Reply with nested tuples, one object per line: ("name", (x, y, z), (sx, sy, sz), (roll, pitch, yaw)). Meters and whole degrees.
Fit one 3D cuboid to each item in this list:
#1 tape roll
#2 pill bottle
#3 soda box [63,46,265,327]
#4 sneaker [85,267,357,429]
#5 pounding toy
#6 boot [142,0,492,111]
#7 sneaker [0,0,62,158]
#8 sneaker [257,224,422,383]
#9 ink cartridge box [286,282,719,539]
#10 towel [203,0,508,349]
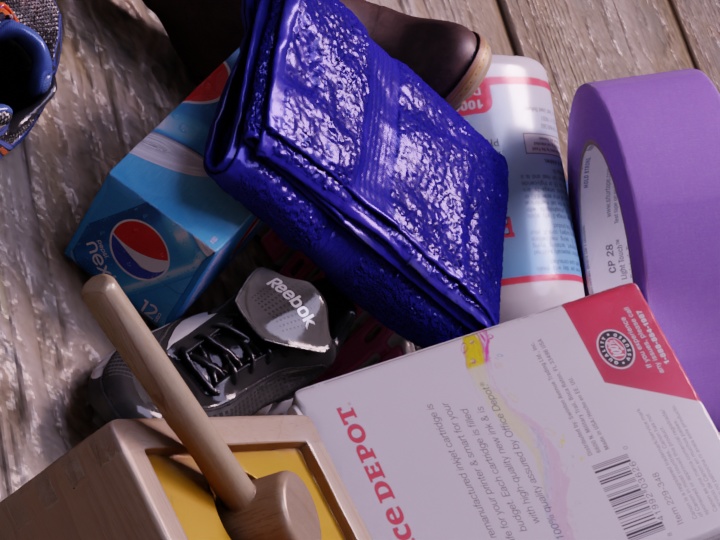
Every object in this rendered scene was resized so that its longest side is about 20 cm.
("tape roll", (0.166, -0.008, 1.438), (0.200, 0.065, 0.201), (171, -90, -85))
("pill bottle", (0.071, -0.017, 1.514), (0.109, 0.108, 0.201), (6, 72, -58))
("soda box", (-0.069, -0.056, 1.346), (0.068, 0.064, 0.200), (36, 38, 2))
("sneaker", (-0.061, 0.039, 1.268), (0.067, 0.090, 0.200), (50, 23, 10))
("pounding toy", (-0.065, 0.124, 1.094), (0.184, 0.142, 0.201), (4, 54, -60))
("boot", (-0.042, -0.141, 1.439), (0.166, 0.199, 0.073), (43, 60, -34))
("sneaker", (-0.174, -0.092, 1.257), (0.075, 0.078, 0.200), (46, 26, -18))
("sneaker", (0.000, 0.000, 1.450), (0.087, 0.074, 0.200), (11, 43, -48))
("ink cartridge box", (0.076, 0.109, 1.305), (0.199, 0.086, 0.148), (-17, 65, -17))
("towel", (0.008, -0.056, 1.333), (0.200, 0.049, 0.148), (41, 46, -36))
